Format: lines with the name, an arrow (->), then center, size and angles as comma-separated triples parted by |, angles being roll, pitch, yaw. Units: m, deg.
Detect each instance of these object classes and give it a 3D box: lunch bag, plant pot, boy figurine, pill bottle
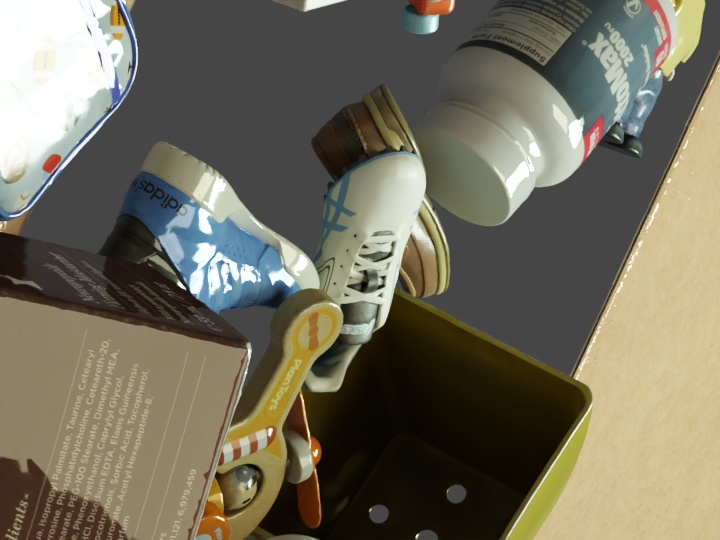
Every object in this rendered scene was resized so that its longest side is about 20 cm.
lunch bag -> -0.194, -0.139, 1.375 | 0.160, 0.075, 0.201 | -50, 145, -30
plant pot -> 0.037, 0.156, 1.808 | 0.200, 0.199, 0.177 | -56, 158, -18
boy figurine -> 0.221, -0.191, 1.980 | 0.124, 0.064, 0.201 | 24, 88, -58
pill bottle -> 0.124, -0.130, 1.818 | 0.200, 0.119, 0.120 | -50, 144, -26

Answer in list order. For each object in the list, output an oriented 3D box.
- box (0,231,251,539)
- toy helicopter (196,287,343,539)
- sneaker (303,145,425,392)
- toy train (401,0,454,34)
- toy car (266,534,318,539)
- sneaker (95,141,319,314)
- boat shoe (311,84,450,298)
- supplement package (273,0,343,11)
box -> -0.191, 0.073, 1.350 | 0.199, 0.166, 0.165 | 14, 99, -28
toy helicopter -> -0.060, 0.100, 1.653 | 0.132, 0.079, 0.201 | 9, 117, -43
sneaker -> 0.000, 0.000, 1.695 | 0.072, 0.073, 0.200 | -3, 138, -28
toy train -> 0.045, -0.256, 1.598 | 0.055, 0.150, 0.201 | -5, 113, -17
toy car -> -0.084, 0.265, 1.592 | 0.175, 0.200, 0.150 | -25, 86, -40
sneaker -> -0.101, 0.009, 1.604 | 0.112, 0.077, 0.200 | -58, 153, -8
boat shoe -> 0.013, -0.045, 1.762 | 0.067, 0.072, 0.200 | -25, 143, -3
supplement package -> -0.030, -0.269, 1.506 | 0.114, 0.109, 0.201 | -23, 127, -49
